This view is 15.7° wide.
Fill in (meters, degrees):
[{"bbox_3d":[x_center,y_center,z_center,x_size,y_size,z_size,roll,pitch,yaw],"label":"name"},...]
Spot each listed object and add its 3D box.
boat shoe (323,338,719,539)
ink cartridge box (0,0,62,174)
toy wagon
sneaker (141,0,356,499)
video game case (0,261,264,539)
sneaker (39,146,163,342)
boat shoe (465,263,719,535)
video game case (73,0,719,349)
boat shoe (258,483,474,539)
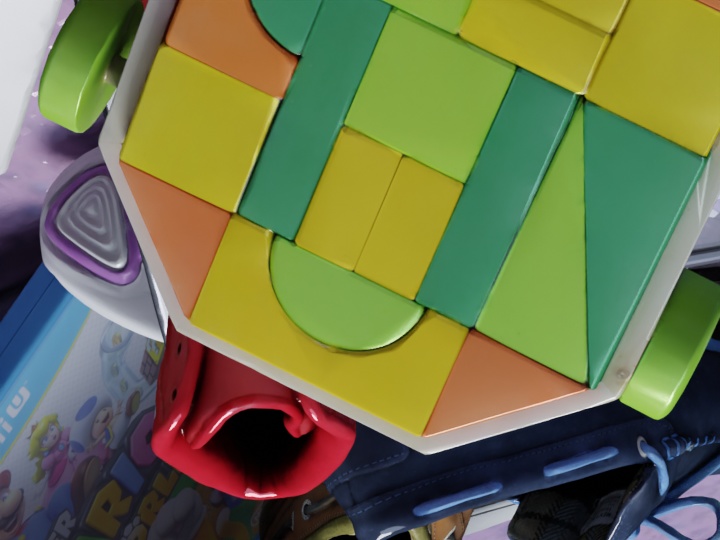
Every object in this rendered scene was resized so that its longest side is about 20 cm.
[{"bbox_3d":[0.058,0.060,0.797,0.199,0.069,0.084,2,157,-37],"label":"boat shoe"},{"bbox_3d":[-0.086,-0.122,0.529,0.067,0.117,0.200,5,147,-17],"label":"ink cartridge box"},{"bbox_3d":[0.024,-0.062,0.542,0.154,0.040,0.201,26,114,4],"label":"toy wagon"},{"bbox_3d":[-0.018,-0.029,0.621,0.078,0.116,0.201,-6,129,0],"label":"sneaker"},{"bbox_3d":[-0.092,0.084,0.889,0.018,0.144,0.200,27,165,28],"label":"video game case"},{"bbox_3d":[0.000,0.000,0.809,0.198,0.075,0.100,2,165,-6],"label":"sneaker"},{"bbox_3d":[0.065,0.046,0.912,0.199,0.071,0.064,-27,147,31],"label":"boat shoe"},{"bbox_3d":[0.028,-0.067,0.686,0.198,0.026,0.182,-10,129,1],"label":"video game case"},{"bbox_3d":[-0.004,0.101,0.899,0.071,0.068,0.200,16,146,2],"label":"boat shoe"}]
